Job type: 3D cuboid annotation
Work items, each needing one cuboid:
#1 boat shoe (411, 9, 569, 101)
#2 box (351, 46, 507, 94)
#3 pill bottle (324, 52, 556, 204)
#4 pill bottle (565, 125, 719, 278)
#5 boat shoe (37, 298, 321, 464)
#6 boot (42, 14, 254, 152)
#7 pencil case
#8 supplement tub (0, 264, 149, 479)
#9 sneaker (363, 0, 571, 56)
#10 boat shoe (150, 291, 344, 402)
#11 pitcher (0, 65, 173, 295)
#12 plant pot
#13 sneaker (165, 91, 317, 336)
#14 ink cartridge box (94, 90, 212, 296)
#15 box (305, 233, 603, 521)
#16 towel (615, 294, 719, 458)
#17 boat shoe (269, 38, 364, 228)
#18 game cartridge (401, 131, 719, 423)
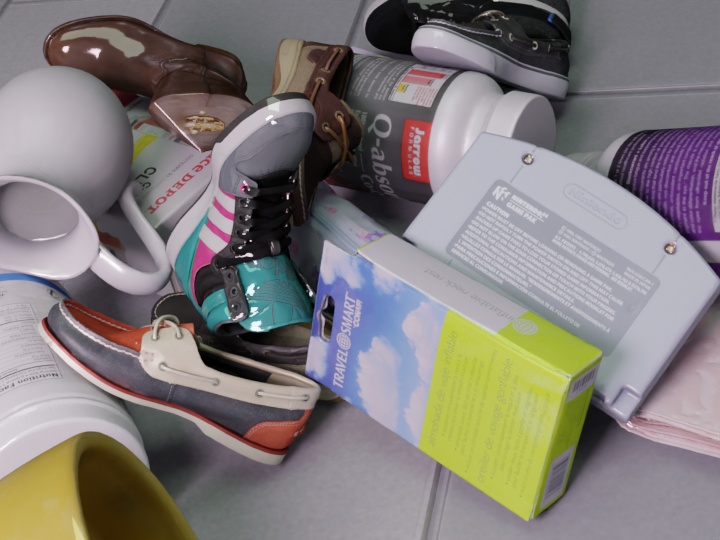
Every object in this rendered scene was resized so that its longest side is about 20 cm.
[{"bbox_3d":[0.114,-0.190,1.255,0.068,0.057,0.200,12,1,39],"label":"boat shoe"},{"bbox_3d":[0.055,-0.157,1.338,0.200,0.042,0.039,24,53,36],"label":"box"},{"bbox_3d":[0.054,-0.114,1.226,0.199,0.116,0.116,13,46,30],"label":"pill bottle"},{"bbox_3d":[0.236,-0.048,1.059,0.200,0.112,0.111,1,38,45],"label":"pill bottle"},{"bbox_3d":[-0.125,0.066,1.020,0.199,0.063,0.071,28,17,-13],"label":"boat shoe"},{"bbox_3d":[-0.175,-0.153,1.222,0.186,0.064,0.200,5,23,-11],"label":"boot"},{"bbox_3d":[0.000,0.000,1.126,0.083,0.091,0.200,-52,44,-1],"label":"pencil case"},{"bbox_3d":[-0.239,0.098,1.050,0.132,0.132,0.200,-24,41,-12],"label":"supplement tub"},{"bbox_3d":[0.097,-0.221,1.374,0.199,0.073,0.112,-5,38,9],"label":"sneaker"},{"bbox_3d":[-0.081,0.041,1.120,0.200,0.066,0.072,15,48,31],"label":"boat shoe"},{"bbox_3d":[-0.219,-0.065,1.137,0.171,0.121,0.200,28,28,-18],"label":"pitcher"},{"bbox_3d":[-0.190,0.225,0.851,0.188,0.201,0.201,-30,39,6],"label":"plant pot"},{"bbox_3d":[-0.067,-0.020,1.019,0.083,0.200,0.121,-11,61,-35],"label":"sneaker"},{"bbox_3d":[-0.189,-0.072,1.274,0.199,0.084,0.145,20,50,34],"label":"ink cartridge box"},{"bbox_3d":[0.056,0.064,0.982,0.200,0.122,0.048,31,38,29],"label":"box"},{"bbox_3d":[0.301,0.065,1.000,0.190,0.032,0.200,17,45,34],"label":"towel"},{"bbox_3d":[-0.033,-0.111,1.144,0.072,0.072,0.200,-1,42,5],"label":"boat shoe"},{"bbox_3d":[0.136,-0.004,1.004,0.200,0.040,0.134,35,84,19],"label":"game cartridge"}]
